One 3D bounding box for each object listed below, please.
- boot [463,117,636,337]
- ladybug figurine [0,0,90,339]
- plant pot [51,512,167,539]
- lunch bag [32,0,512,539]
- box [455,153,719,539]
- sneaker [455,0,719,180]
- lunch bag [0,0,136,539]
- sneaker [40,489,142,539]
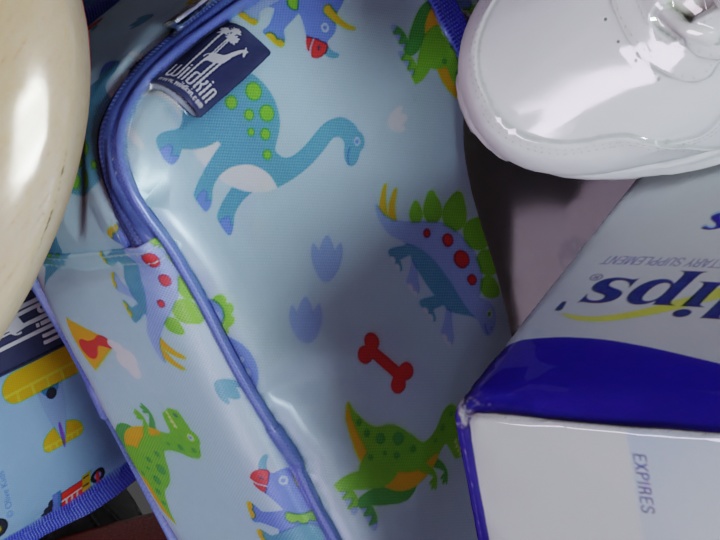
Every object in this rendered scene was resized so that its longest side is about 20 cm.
[{"bbox_3d":[0.077,-0.018,0.821,0.073,0.075,0.201,1,95,31],"label":"boot"},{"bbox_3d":[-0.138,-0.022,0.759,0.136,0.072,0.200,44,104,10],"label":"ladybug figurine"},{"bbox_3d":[-0.069,0.192,0.986,0.176,0.200,0.201,4,122,25],"label":"plant pot"},{"bbox_3d":[0.000,0.000,0.840,0.082,0.161,0.201,-5,117,48],"label":"lunch bag"},{"bbox_3d":[0.121,0.060,0.733,0.105,0.200,0.185,5,122,29],"label":"box"},{"bbox_3d":[0.103,-0.085,0.667,0.200,0.099,0.078,-29,79,13],"label":"sneaker"},{"bbox_3d":[-0.102,-0.009,0.895,0.094,0.200,0.151,15,129,35],"label":"lunch bag"},{"bbox_3d":[-0.120,0.142,1.122,0.098,0.071,0.201,38,137,18],"label":"sneaker"}]
